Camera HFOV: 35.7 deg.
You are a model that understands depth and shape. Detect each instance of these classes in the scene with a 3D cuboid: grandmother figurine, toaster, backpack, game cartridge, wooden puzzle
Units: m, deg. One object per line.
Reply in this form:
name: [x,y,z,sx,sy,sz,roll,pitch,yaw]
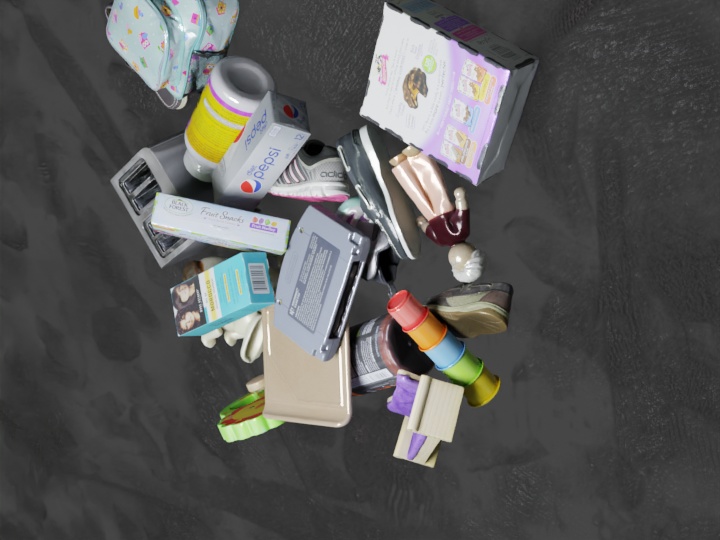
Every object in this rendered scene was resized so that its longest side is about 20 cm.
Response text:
grandmother figurine: [0.109,-0.075,1.524,0.200,0.060,0.121,61,160,2]
toaster: [-0.296,-0.120,1.843,0.200,0.119,0.181,-30,91,48]
backpack: [-0.276,-0.377,1.663,0.176,0.153,0.200,48,130,20]
game cartridge: [-0.062,0.014,1.620,0.133,0.041,0.200,37,117,43]
wooden puzzle: [-0.079,0.129,1.687,0.185,0.037,0.201,-1,87,43]

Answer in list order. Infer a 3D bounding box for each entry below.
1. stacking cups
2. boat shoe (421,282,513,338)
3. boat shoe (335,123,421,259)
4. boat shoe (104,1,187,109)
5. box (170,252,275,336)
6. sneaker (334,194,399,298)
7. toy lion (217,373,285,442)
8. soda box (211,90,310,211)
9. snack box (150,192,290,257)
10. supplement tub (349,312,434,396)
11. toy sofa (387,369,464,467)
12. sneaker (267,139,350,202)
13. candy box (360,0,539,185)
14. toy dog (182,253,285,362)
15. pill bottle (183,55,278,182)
stacking cups: [0.116,0.103,1.563,0.060,0.061,0.200,-18,120,47]
boat shoe: [0.151,0.051,1.550,0.073,0.065,0.200,38,162,-23]
boat shoe: [0.026,-0.103,1.570,0.060,0.076,0.200,-22,85,24]
boat shoe: [-0.350,-0.347,1.808,0.072,0.065,0.200,-20,98,46]
box: [-0.215,0.038,1.723,0.200,0.049,0.082,-24,73,44]
sneaker: [0.000,0.000,1.655,0.140,0.078,0.200,44,136,18]
toy lion: [-0.164,0.230,1.852,0.200,0.192,0.069,-15,101,47]
soda box: [-0.150,-0.171,1.650,0.200,0.063,0.068,-47,41,42]
snack box: [-0.210,-0.067,1.683,0.142,0.199,0.053,153,128,-81]
supplement tub: [0.016,0.130,1.691,0.200,0.107,0.107,-22,96,48]
toy sofa: [0.082,0.216,1.612,0.097,0.083,0.200,16,159,2]
sneaker: [-0.076,-0.149,1.654,0.200,0.074,0.088,8,90,58]
candy box: [0.108,-0.234,1.427,0.200,0.071,0.168,35,132,24]
toy dog: [-0.206,0.044,1.836,0.200,0.139,0.194,21,113,35]
pill bottle: [-0.206,-0.225,1.709,0.104,0.104,0.200,49,136,12]
